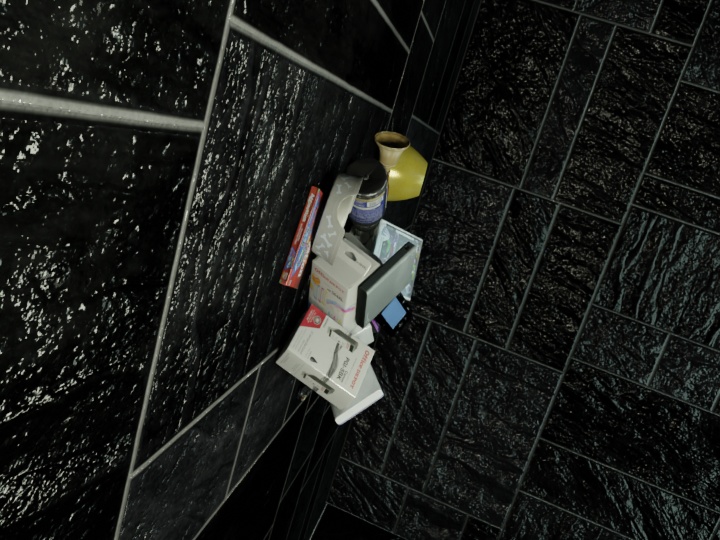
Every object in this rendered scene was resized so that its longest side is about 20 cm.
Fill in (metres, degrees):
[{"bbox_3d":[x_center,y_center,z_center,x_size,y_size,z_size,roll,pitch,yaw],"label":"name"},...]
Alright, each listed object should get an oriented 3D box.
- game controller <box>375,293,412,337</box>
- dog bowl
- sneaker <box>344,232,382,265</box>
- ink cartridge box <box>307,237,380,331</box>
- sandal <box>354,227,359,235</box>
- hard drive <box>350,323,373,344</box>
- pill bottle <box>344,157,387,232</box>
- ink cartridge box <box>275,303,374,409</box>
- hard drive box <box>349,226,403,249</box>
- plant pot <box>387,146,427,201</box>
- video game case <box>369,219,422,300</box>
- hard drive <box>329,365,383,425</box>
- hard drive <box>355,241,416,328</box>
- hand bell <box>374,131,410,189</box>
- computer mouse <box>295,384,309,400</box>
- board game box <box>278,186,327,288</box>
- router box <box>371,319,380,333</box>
[{"bbox_3d":[0.091,0.117,1.646,0.104,0.042,0.201,-41,145,-3],"label":"game controller"},{"bbox_3d":[-0.053,-0.117,1.254,0.200,0.057,0.206,-159,-91,-86],"label":"dog bowl"},{"bbox_3d":[0.000,0.000,1.539,0.071,0.201,0.114,-18,140,-25],"label":"sneaker"},{"bbox_3d":[-0.044,0.034,1.421,0.124,0.127,0.204,-36,149,-37],"label":"ink cartridge box"},{"bbox_3d":[0.021,-0.199,1.646,0.080,0.056,0.207,80,28,-81],"label":"sandal"},{"bbox_3d":[-0.057,0.208,1.514,0.196,0.027,0.133,-31,158,-8],"label":"hard drive"},{"bbox_3d":[0.014,-0.184,1.466,0.201,0.109,0.114,90,21,-65],"label":"pill bottle"},{"bbox_3d":[-0.079,0.204,1.361,0.083,0.198,0.149,-45,-168,46],"label":"ink cartridge box"},{"bbox_3d":[0.026,-0.042,1.698,0.077,0.151,0.206,77,33,-73],"label":"hard drive box"},{"bbox_3d":[0.127,-0.298,1.766,0.200,0.137,0.207,17,90,-87],"label":"plant pot"},{"bbox_3d":[0.096,-0.028,1.639,0.197,0.023,0.188,21,80,-44],"label":"video game case"},{"bbox_3d":[-0.025,0.281,1.442,0.130,0.026,0.201,-33,-152,2],"label":"hard drive"},{"bbox_3d":[0.062,0.036,1.429,0.199,0.032,0.142,-41,153,-33],"label":"hard drive"},{"bbox_3d":[0.074,-0.280,1.644,0.105,0.101,0.205,-59,163,-51],"label":"hand bell"},{"bbox_3d":[-0.144,0.283,1.689,0.110,0.043,0.204,-49,162,-57],"label":"computer mouse"},{"bbox_3d":[-0.117,-0.065,1.200,0.103,0.019,0.206,37,71,-82],"label":"board game box"},{"bbox_3d":[-0.012,0.137,1.745,0.052,0.195,0.151,56,36,-24],"label":"router box"}]
